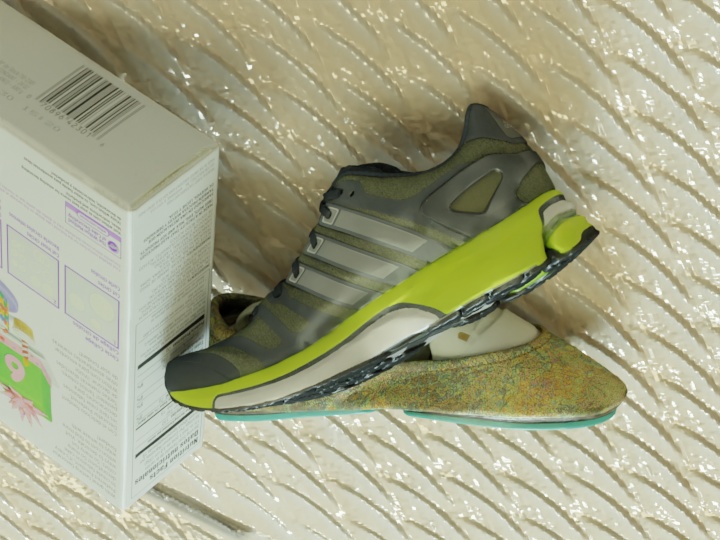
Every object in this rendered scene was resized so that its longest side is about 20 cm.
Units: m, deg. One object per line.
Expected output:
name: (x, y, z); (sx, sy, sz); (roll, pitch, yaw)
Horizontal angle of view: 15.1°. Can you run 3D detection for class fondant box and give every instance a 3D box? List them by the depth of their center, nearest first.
fondant box: (-0.136, -0.008, 1.189); (0.144, 0.058, 0.200); (34, 142, 23)

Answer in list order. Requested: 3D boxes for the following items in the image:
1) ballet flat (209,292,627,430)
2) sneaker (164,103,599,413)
ballet flat: (0.018, 0.035, 1.209); (0.200, 0.071, 0.071); (0, 134, 20)
sneaker: (0.000, 0.000, 1.147); (0.200, 0.074, 0.081); (-28, 81, 16)
